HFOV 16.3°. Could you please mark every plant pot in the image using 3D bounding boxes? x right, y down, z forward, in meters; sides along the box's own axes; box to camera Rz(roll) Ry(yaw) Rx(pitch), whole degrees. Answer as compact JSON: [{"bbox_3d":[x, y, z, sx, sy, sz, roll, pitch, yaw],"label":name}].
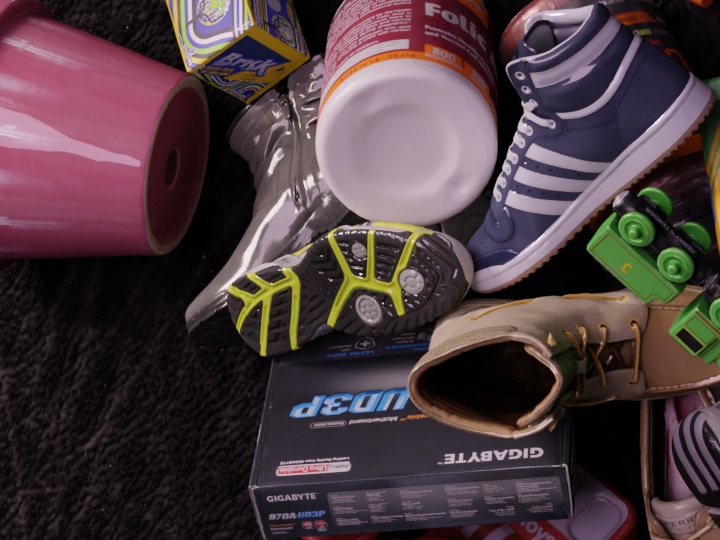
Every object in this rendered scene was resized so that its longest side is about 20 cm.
[{"bbox_3d":[-0.210,-0.089,1.772,0.178,0.200,0.201,10,88,15],"label":"plant pot"}]

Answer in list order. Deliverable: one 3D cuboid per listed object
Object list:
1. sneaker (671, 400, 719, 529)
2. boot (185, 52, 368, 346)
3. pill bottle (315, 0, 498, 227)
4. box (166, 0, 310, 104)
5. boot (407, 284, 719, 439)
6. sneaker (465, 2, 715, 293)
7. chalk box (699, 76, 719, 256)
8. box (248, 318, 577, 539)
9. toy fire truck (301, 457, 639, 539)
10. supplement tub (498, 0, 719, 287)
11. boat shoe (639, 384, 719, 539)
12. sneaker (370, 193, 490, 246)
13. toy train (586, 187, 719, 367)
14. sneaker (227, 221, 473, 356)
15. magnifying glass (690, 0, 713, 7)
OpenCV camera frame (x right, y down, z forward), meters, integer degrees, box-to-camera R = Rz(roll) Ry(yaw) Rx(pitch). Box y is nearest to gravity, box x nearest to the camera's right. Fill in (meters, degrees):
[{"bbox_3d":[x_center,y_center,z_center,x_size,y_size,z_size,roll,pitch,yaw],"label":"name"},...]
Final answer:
[{"bbox_3d":[0.280,0.148,1.511,0.201,0.115,0.076,60,152,-9],"label":"sneaker"},{"bbox_3d":[-0.060,-0.049,1.749,0.200,0.068,0.131,-41,58,14],"label":"boot"},{"bbox_3d":[0.032,-0.124,1.612,0.114,0.114,0.200,-36,23,22],"label":"pill bottle"},{"bbox_3d":[-0.102,-0.222,1.766,0.064,0.070,0.201,-33,58,23],"label":"box"},{"bbox_3d":[0.132,0.053,1.467,0.199,0.155,0.073,1,98,9],"label":"boot"},{"bbox_3d":[0.105,-0.077,1.494,0.108,0.070,0.200,41,122,-13],"label":"sneaker"},{"bbox_3d":[0.288,-0.021,1.494,0.123,0.124,0.201,-13,76,28],"label":"chalk box"},{"bbox_3d":[0.038,0.095,1.586,0.199,0.046,0.159,-5,36,10],"label":"box"},{"bbox_3d":[0.061,0.159,1.629,0.168,0.112,0.200,-44,60,-11],"label":"toy fire truck"},{"bbox_3d":[0.173,-0.083,1.582,0.107,0.107,0.201,-36,68,22],"label":"supplement tub"},{"bbox_3d":[0.205,0.148,1.554,0.074,0.066,0.201,-15,76,28],"label":"boat shoe"},{"bbox_3d":[0.017,0.008,1.685,0.200,0.081,0.075,-40,78,42],"label":"sneaker"},{"bbox_3d":[0.212,0.033,1.438,0.200,0.042,0.056,43,133,-1],"label":"toy train"},{"bbox_3d":[0.000,0.000,1.584,0.199,0.076,0.076,-9,107,47],"label":"sneaker"},{"bbox_3d":[0.154,-0.227,1.663,0.200,0.022,0.080,33,100,32],"label":"magnifying glass"}]
